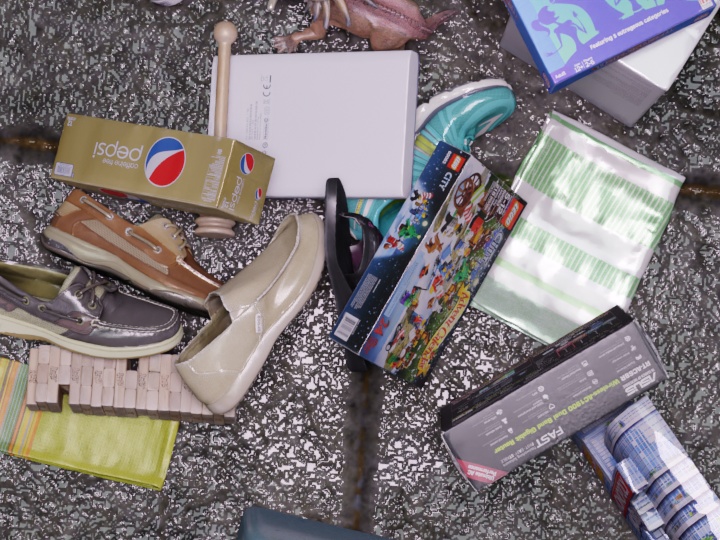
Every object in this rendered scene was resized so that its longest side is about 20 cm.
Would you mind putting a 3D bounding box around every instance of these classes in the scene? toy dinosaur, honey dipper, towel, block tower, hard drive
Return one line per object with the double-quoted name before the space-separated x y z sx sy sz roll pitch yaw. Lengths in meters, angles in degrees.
"toy dinosaur" 0.006 -0.238 1.704 0.200 0.136 0.086 13 79 -20
"honey dipper" -0.126 -0.130 1.726 0.038 0.038 0.200 4 82 0
"towel" -0.270 0.140 1.741 0.200 0.018 0.086 14 86 0
"block tower" -0.202 0.105 1.718 0.199 0.054 0.058 3 76 -3
"towel" 0.197 -0.030 1.756 0.152 0.023 0.200 26 86 1
"hard drive" -0.046 -0.132 1.721 0.200 0.025 0.132 1 85 24

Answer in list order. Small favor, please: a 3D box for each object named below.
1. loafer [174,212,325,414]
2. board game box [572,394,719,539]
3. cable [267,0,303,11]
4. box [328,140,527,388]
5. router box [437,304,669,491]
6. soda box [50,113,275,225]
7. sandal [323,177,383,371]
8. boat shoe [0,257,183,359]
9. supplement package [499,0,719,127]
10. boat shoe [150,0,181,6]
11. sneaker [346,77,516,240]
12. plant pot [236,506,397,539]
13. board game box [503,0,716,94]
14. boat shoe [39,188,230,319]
"loafer" -0.097 0.029 1.668 0.068 0.076 0.200 33 78 -23
"board game box" 0.256 0.187 1.676 0.062 0.200 0.200 -33 72 -4
"cable" -0.060 -0.334 1.762 0.097 0.050 0.200 26 87 7
"box" 0.063 -0.002 1.686 0.038 0.137 0.200 29 89 31
"router box" 0.167 0.110 1.670 0.200 0.150 0.062 -31 93 4
"soda box" -0.178 -0.092 1.688 0.200 0.068 0.064 12 85 34
"sandal" 0.000 0.000 1.691 0.048 0.075 0.201 -5 125 9
"boat shoe" -0.259 0.029 1.697 0.200 0.072 0.066 9 121 8
"supplement package" 0.232 -0.243 1.683 0.152 0.200 0.151 32 86 2
"boat shoe" -0.157 -0.345 1.747 0.072 0.066 0.200 32 90 33
"sneaker" 0.067 -0.096 1.726 0.200 0.078 0.080 -40 58 6
"plant pot" -0.034 0.326 1.638 0.196 0.200 0.196 13 86 1
"board game box" 0.181 -0.270 1.563 0.152 0.045 0.200 -27 85 -2
"boat shoe" -0.192 -0.016 1.727 0.200 0.076 0.074 24 83 1
